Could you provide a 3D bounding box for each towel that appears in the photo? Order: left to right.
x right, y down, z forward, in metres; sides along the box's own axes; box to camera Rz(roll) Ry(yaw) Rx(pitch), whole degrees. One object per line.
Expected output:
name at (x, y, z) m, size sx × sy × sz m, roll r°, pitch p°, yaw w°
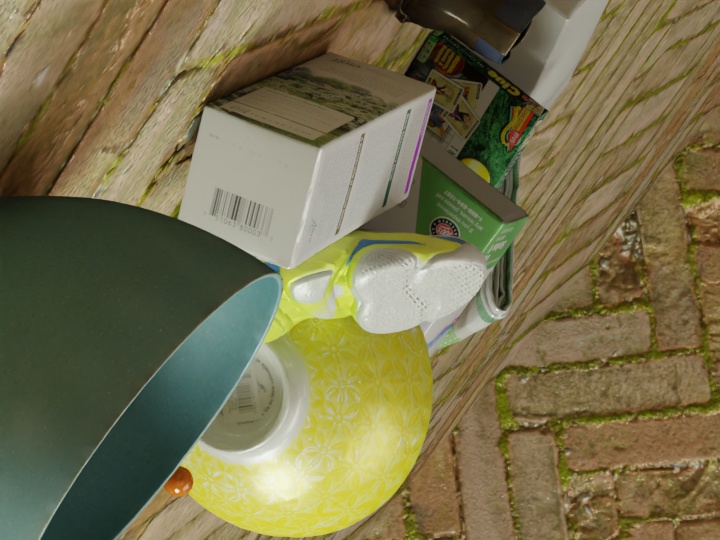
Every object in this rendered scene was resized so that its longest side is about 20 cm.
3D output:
towel at (0.053, -0.008, 1.960) m, size 0.200 × 0.031 × 0.150 m, roll -26°, pitch -127°, yaw 51°

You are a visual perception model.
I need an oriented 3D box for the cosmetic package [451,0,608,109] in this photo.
cosmetic package at (0.128, -0.187, 1.905) m, size 0.108 × 0.085 × 0.200 m, roll -48°, pitch 169°, yaw -31°

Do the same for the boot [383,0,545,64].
boot at (0.076, -0.171, 1.670) m, size 0.075 × 0.097 × 0.200 m, roll -54°, pitch 170°, yaw 13°

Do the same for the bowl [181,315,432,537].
bowl at (-0.063, 0.078, 1.632) m, size 0.201 × 0.200 × 0.108 m, roll -54°, pitch 163°, yaw 12°

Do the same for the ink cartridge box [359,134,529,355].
ink cartridge box at (0.000, 0.000, 1.780) m, size 0.201 × 0.145 × 0.084 m, roll -55°, pitch 170°, yaw 15°

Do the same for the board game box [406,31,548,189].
board game box at (0.048, -0.070, 1.887) m, size 0.201 × 0.104 × 0.023 m, roll -59°, pitch 170°, yaw 27°

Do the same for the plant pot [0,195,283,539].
plant pot at (-0.151, 0.042, 1.226) m, size 0.201 × 0.134 × 0.200 m, roll -51°, pitch 171°, yaw -12°

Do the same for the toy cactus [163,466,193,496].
toy cactus at (-0.192, 0.134, 1.545) m, size 0.200 × 0.102 × 0.165 m, roll -47°, pitch 163°, yaw 17°

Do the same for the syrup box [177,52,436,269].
syrup box at (-0.029, -0.070, 1.529) m, size 0.200 × 0.078 × 0.082 m, roll -32°, pitch 140°, yaw -65°

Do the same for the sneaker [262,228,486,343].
sneaker at (-0.024, -0.016, 1.582) m, size 0.198 × 0.106 × 0.076 m, roll -6°, pitch 140°, yaw -18°
